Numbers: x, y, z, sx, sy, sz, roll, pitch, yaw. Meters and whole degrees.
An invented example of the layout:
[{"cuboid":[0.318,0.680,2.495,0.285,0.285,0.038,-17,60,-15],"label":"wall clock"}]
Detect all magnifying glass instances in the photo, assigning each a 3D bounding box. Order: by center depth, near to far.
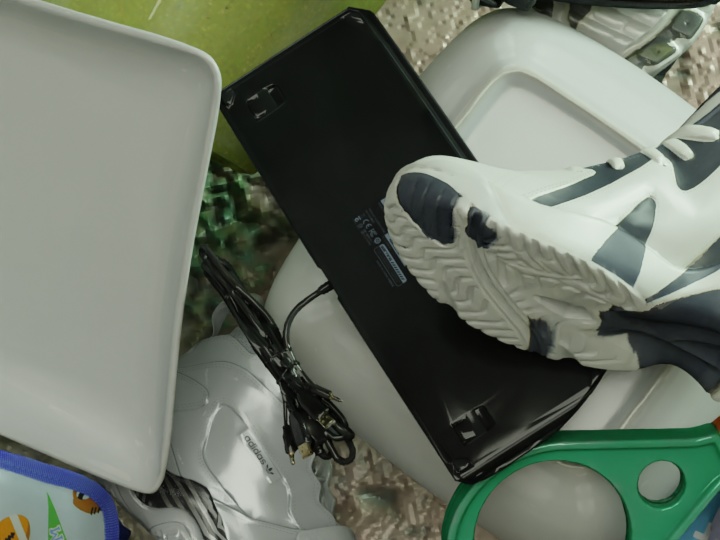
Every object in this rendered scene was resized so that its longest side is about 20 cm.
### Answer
[{"cuboid":[0.126,0.080,1.026,0.200,0.022,0.080,-26,104,0],"label":"magnifying glass"}]

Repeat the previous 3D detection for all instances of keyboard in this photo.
[{"cuboid":[0.000,0.000,1.038,0.127,0.021,0.200,-32,69,-1],"label":"keyboard"}]

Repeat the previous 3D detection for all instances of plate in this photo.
[{"cuboid":[-0.151,-0.028,1.089,0.199,0.032,0.201,20,116,21],"label":"plate"}]

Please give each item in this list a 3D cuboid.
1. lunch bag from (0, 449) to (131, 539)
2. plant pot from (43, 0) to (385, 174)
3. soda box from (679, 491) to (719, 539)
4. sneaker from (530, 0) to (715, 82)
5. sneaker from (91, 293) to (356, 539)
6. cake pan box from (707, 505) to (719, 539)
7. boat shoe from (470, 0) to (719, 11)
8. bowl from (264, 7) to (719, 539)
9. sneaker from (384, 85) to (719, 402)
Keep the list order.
[{"cuboid":[-0.162,0.166,1.063,0.123,0.200,0.171,5,74,6],"label":"lunch bag"},{"cuboid":[-0.060,-0.151,1.163,0.200,0.200,0.185,29,90,11],"label":"plant pot"},{"cuboid":[0.171,0.096,1.130,0.068,0.064,0.200,22,78,10],"label":"soda box"},{"cuboid":[0.095,-0.083,1.171,0.074,0.085,0.200,34,83,6],"label":"sneaker"},{"cuboid":[-0.023,0.101,1.135,0.200,0.075,0.115,41,83,16],"label":"sneaker"},{"cuboid":[0.238,0.128,1.084,0.184,0.052,0.200,33,76,-20],"label":"cake pan box"},{"cuboid":[0.068,-0.138,1.077,0.199,0.076,0.061,-5,79,-21],"label":"boat shoe"},{"cuboid":[0.078,0.002,1.081,0.200,0.075,0.200,37,85,7],"label":"bowl"},{"cuboid":[0.111,-0.032,0.995,0.199,0.080,0.130,17,59,-5],"label":"sneaker"}]
